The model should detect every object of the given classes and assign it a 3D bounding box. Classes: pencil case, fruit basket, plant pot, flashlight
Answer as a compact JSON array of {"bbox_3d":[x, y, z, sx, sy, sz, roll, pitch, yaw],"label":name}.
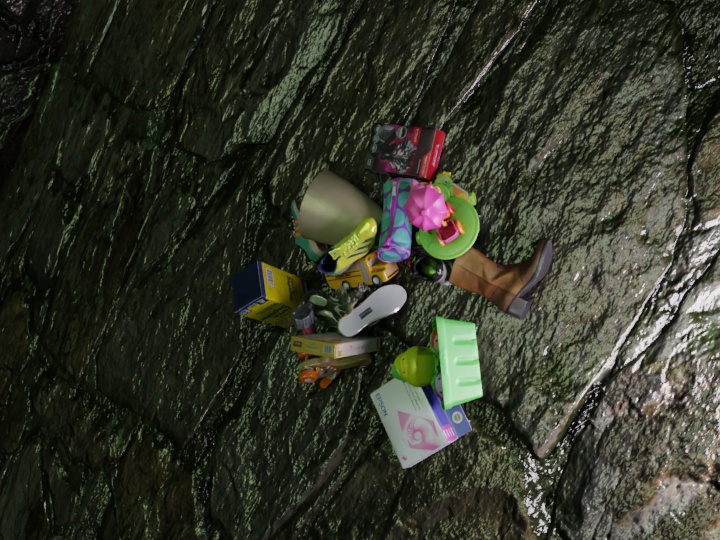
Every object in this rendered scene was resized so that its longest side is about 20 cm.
[{"bbox_3d":[0.086,-0.124,1.460,0.083,0.092,0.204,-3,66,21],"label":"pencil case"},{"bbox_3d":[0.166,0.213,1.374,0.211,0.156,0.221,-1,80,4],"label":"fruit basket"},{"bbox_3d":[-0.030,-0.136,1.557,0.197,0.187,0.191,23,97,19],"label":"plant pot"},{"bbox_3d":[-0.141,0.173,1.574,0.067,0.202,0.069,-11,49,-2],"label":"flashlight"}]

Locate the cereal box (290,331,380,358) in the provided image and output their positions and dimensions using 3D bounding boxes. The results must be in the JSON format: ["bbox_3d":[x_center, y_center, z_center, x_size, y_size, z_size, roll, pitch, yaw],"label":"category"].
[{"bbox_3d":[-0.059,0.183,1.508,0.142,0.199,0.040,4,91,35],"label":"cereal box"}]

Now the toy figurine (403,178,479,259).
[{"bbox_3d":[0.158,-0.145,1.344,0.149,0.183,0.203,-31,62,17],"label":"toy figurine"}]

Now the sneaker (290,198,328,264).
[{"bbox_3d":[-0.162,-0.108,1.694,0.080,0.071,0.202,-40,59,28],"label":"sneaker"}]

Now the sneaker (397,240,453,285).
[{"bbox_3d":[0.140,-0.025,1.465,0.198,0.087,0.075,30,101,34],"label":"sneaker"}]

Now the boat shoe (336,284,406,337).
[{"bbox_3d":[0.024,0.100,1.509,0.198,0.064,0.072,-29,86,-15],"label":"boat shoe"}]

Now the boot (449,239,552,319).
[{"bbox_3d":[0.314,-0.016,1.358,0.198,0.068,0.191,31,114,29],"label":"boot"}]

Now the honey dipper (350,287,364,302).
[{"bbox_3d":[-0.076,0.101,1.629,0.198,0.038,0.039,-29,69,30],"label":"honey dipper"}]

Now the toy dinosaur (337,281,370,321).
[{"bbox_3d":[-0.019,0.067,1.471,0.047,0.200,0.088,44,98,-12],"label":"toy dinosaur"}]

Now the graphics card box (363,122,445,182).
[{"bbox_3d":[0.110,-0.305,1.545,0.197,0.050,0.128,16,93,36],"label":"graphics card box"}]

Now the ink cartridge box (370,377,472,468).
[{"bbox_3d":[0.139,0.339,1.448,0.199,0.043,0.199,-39,64,26],"label":"ink cartridge box"}]

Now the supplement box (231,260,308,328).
[{"bbox_3d":[-0.239,0.069,1.638,0.108,0.199,0.111,-29,58,28],"label":"supplement box"}]

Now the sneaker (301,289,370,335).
[{"bbox_3d":[-0.060,0.120,1.585,0.197,0.089,0.077,26,61,17],"label":"sneaker"}]

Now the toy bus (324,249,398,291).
[{"bbox_3d":[0.000,0.000,1.549,0.198,0.065,0.080,-12,104,42],"label":"toy bus"}]

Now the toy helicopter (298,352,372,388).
[{"bbox_3d":[-0.063,0.251,1.566,0.196,0.133,0.080,-12,57,8],"label":"toy helicopter"}]

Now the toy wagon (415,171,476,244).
[{"bbox_3d":[0.202,-0.148,1.453,0.152,0.039,0.204,-11,72,24],"label":"toy wagon"}]

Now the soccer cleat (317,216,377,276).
[{"bbox_3d":[-0.032,-0.053,1.465,0.200,0.083,0.065,-47,60,35],"label":"soccer cleat"}]
